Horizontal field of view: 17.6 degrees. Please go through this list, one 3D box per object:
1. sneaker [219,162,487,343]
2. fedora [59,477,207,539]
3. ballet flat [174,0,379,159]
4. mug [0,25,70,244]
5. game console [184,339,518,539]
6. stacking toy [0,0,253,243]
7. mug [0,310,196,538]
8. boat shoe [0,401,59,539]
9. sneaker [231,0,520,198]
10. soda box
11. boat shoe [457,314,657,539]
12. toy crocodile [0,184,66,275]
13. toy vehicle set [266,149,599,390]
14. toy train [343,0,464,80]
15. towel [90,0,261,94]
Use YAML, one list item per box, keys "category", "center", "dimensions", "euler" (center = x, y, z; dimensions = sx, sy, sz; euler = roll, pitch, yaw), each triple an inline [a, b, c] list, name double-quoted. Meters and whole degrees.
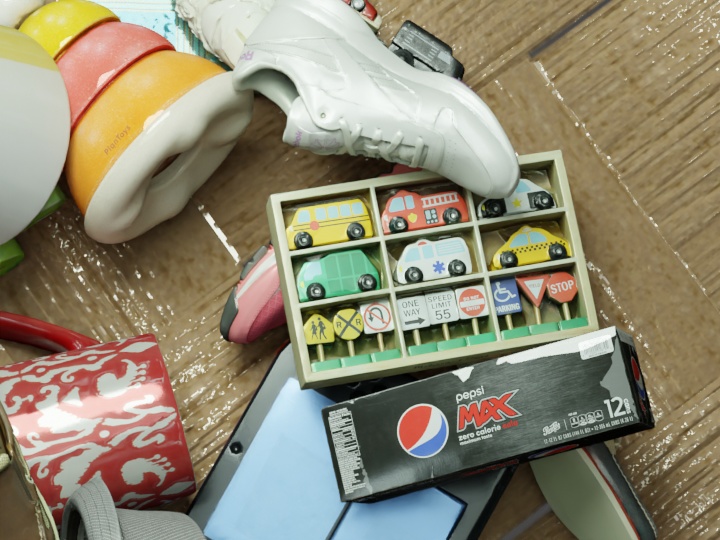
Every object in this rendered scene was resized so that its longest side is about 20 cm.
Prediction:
- category: "sneaker"
  center: [0.000, 0.000, 1.534]
  dimensions: [0.199, 0.074, 0.087]
  euler: [-34, 74, -9]
- category: "fedora"
  center: [-0.129, 0.226, 1.406]
  dimensions: [0.089, 0.177, 0.202]
  euler: [-1, 74, -16]
- category: "ballet flat"
  center: [-0.047, -0.141, 1.542]
  dimensions: [0.199, 0.072, 0.072]
  euler: [33, 81, 1]
- category: "mug"
  center: [-0.293, -0.110, 1.446]
  dimensions: [0.149, 0.153, 0.187]
  euler: [-46, 62, 15]
- category: "game console"
  center: [-0.013, 0.157, 1.528]
  dimensions: [0.176, 0.031, 0.201]
  euler: [28, 82, 12]
- category: "stacking toy"
  center: [-0.180, -0.131, 1.528]
  dimensions: [0.146, 0.146, 0.200]
  euler: [-43, 80, -8]
- category: "mug"
  center: [-0.219, 0.097, 1.494]
  dimensions: [0.198, 0.133, 0.179]
  euler: [-15, 83, -8]
- category: "boat shoe"
  center: [-0.231, 0.127, 1.388]
  dimensions: [0.074, 0.075, 0.204]
  euler: [-22, 87, -12]
- category: "sneaker"
  center: [0.008, -0.094, 1.476]
  dimensions: [0.199, 0.075, 0.100]
  euler: [34, 65, 11]
- category: "soda box"
  center: [0.081, 0.093, 1.469]
  dimensions: [0.198, 0.071, 0.064]
  euler: [-16, 80, 13]
- category: "boat shoe"
  center: [0.137, 0.102, 1.535]
  dimensions: [0.062, 0.071, 0.201]
  euler: [-29, 77, -32]
- category: "toy crocodile"
  center: [-0.289, -0.014, 1.542]
  dimensions: [0.199, 0.062, 0.068]
  euler: [-27, 83, -6]
- category: "toy vehicle set"
  center: [0.046, -0.001, 1.501]
  dimensions: [0.198, 0.027, 0.125]
  euler: [-9, 77, -13]
- category: "toy train"
  center: [-0.015, -0.180, 1.575]
  dimensions: [0.199, 0.034, 0.046]
  euler: [33, 77, 1]
- category: "towel"
  center: [-0.096, -0.193, 1.599]
  dimensions: [0.198, 0.022, 0.148]
  euler: [3, 82, -3]
